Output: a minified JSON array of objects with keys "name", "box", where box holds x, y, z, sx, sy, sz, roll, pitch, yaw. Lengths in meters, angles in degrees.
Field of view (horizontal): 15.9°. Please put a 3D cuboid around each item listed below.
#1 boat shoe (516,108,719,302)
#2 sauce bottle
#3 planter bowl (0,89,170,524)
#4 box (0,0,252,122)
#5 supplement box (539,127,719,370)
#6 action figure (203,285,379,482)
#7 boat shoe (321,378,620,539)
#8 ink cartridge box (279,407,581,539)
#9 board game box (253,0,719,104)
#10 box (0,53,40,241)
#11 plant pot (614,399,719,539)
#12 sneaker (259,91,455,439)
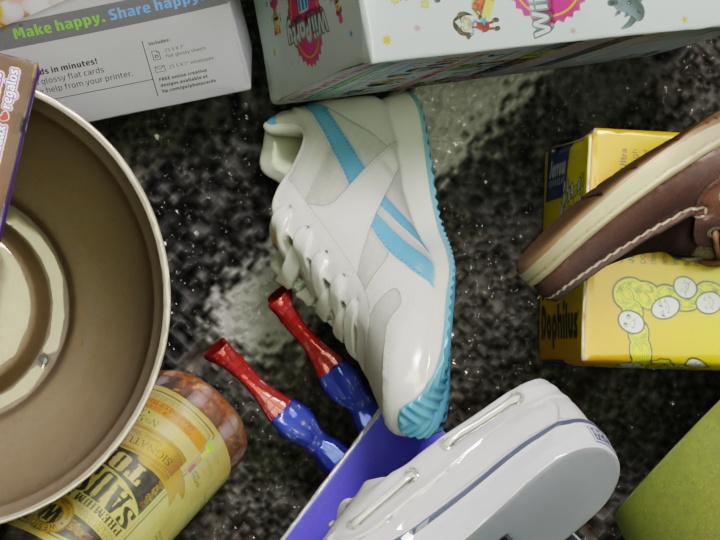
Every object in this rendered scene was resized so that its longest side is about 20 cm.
[{"name":"boat shoe","box":[0.165,-0.033,1.146,0.200,0.072,0.072,-31,90,-13]},{"name":"sauce bottle","box":[-0.130,0.128,1.173,0.066,0.066,0.200,44,53,-4]},{"name":"planter bowl","box":[-0.190,0.014,1.177,0.199,0.135,0.201,0,89,-7]},{"name":"box","box":[-0.145,-0.159,1.168,0.155,0.041,0.201,-11,124,4]},{"name":"supplement box","box":[0.194,-0.005,1.237,0.199,0.109,0.110,3,87,-6]},{"name":"action figure","box":[0.011,0.097,1.242,0.065,0.052,0.200,-41,98,-1]},{"name":"boat shoe","box":[0.021,0.123,1.147,0.200,0.074,0.065,-32,48,-5]},{"name":"ink cartridge box","box":[0.032,0.192,1.196,0.200,0.043,0.198,43,74,-22]},{"name":"board game box","box":[0.068,-0.125,1.187,0.199,0.147,0.065,-9,89,-20]},{"name":"box","box":[-0.224,-0.006,1.086,0.136,0.039,0.201,13,87,-5]},{"name":"plant pot","box":[0.222,0.153,1.213,0.200,0.187,0.187,43,84,10]},{"name":"sneaker","box":[0.000,0.000,1.194,0.080,0.077,0.200,-4,45,-7]}]
